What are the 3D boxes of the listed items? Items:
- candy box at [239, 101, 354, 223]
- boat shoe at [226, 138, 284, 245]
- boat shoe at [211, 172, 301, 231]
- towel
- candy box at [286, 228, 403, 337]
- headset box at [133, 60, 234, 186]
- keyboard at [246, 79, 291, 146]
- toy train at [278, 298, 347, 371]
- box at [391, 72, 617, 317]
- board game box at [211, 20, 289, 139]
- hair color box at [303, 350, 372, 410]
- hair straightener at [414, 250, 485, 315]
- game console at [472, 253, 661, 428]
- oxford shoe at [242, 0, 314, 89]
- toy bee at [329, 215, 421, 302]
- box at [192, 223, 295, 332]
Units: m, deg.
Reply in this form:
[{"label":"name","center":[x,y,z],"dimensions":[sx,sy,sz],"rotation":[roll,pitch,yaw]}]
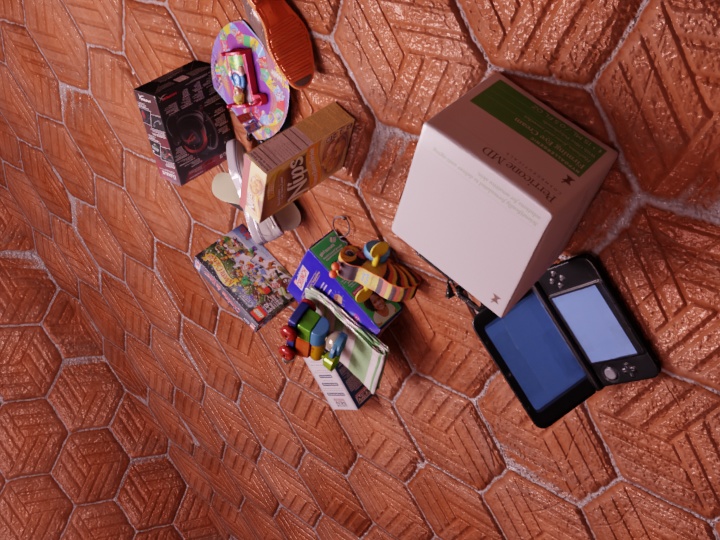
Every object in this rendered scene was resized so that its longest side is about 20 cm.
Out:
[{"label":"candy box","center":[-0.101,-0.173,1.235],"dimensions":[0.055,0.199,0.116],"rotation":[40,145,16]},{"label":"boat shoe","center":[-0.191,-0.153,1.444],"dimensions":[0.069,0.071,0.204],"rotation":[-18,88,10]},{"label":"boat shoe","center":[-0.194,-0.135,1.511],"dimensions":[0.199,0.063,0.075],"rotation":[25,97,18]},{"label":"towel","center":[-0.033,0.131,1.452],"dimensions":[0.199,0.023,0.154],"rotation":[38,147,20]},{"label":"candy box","center":[-0.034,0.052,1.468],"dimensions":[0.200,0.077,0.169],"rotation":[47,147,7]},{"label":"headset box","center":[-0.322,-0.268,1.461],"dimensions":[0.074,0.148,0.203],"rotation":[22,136,37]},{"label":"keyboard","center":[-0.174,-0.248,1.400],"dimensions":[0.103,0.039,0.202],"rotation":[36,142,22]},{"label":"toy train","center":[-0.087,0.152,1.461],"dimensions":[0.114,0.085,0.202],"rotation":[29,145,12]},{"label":"box","center":[0.177,-0.098,0.995],"dimensions":[0.198,0.171,0.202],"rotation":[39,144,19]},{"label":"board game box","center":[-0.204,-0.323,1.333],"dimensions":[0.201,0.039,0.159],"rotation":[50,136,12]},{"label":"hair color box","center":[-0.061,0.196,1.645],"dimensions":[0.099,0.060,0.203],"rotation":[-11,111,53]},{"label":"hair straightener","center":[0.167,0.020,1.242],"dimensions":[0.199,0.041,0.077],"rotation":[39,144,12]},{"label":"game console","center":[0.288,0.105,1.094],"dimensions":[0.202,0.116,0.175],"rotation":[56,146,-6]},{"label":"oxford shoe","center":[-0.132,-0.381,1.221],"dimensions":[0.203,0.070,0.073],"rotation":[66,164,-12]},{"label":"toy bee","center":[0.000,0.000,1.344],"dimensions":[0.197,0.108,0.133],"rotation":[18,125,33]},{"label":"box","center":[-0.234,0.013,1.620],"dimensions":[0.200,0.136,0.038],"rotation":[45,145,11]}]
